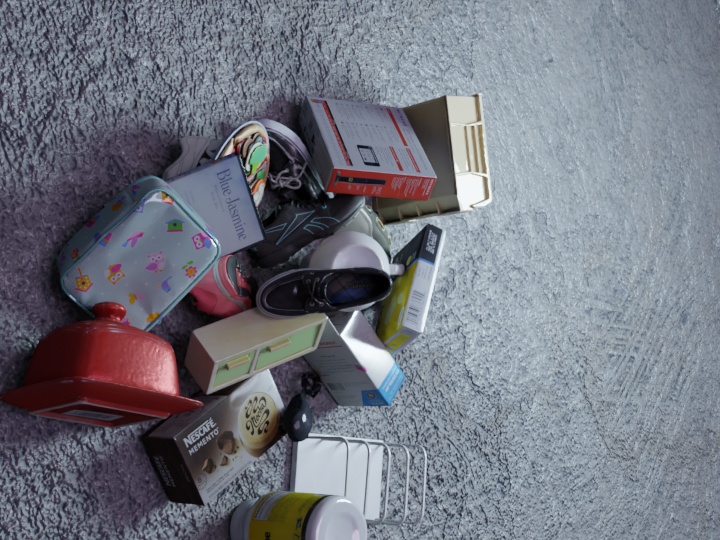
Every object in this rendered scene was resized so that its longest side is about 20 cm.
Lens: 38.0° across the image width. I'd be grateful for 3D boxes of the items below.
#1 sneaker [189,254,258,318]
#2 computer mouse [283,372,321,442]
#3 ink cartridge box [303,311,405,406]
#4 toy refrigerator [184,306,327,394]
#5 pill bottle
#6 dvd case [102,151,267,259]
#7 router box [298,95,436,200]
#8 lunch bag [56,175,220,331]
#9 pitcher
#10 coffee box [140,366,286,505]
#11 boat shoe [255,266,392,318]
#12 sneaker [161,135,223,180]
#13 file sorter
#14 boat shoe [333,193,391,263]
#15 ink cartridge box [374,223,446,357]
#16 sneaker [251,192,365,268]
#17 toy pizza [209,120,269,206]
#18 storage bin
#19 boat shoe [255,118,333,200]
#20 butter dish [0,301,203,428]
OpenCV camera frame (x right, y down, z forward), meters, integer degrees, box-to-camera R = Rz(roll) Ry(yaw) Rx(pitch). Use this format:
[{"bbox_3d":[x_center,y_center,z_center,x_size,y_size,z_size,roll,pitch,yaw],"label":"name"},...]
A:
[{"bbox_3d":[-0.201,0.037,1.537,0.200,0.086,0.074,65,15,-63],"label":"sneaker"},{"bbox_3d":[-0.079,0.205,1.616,0.200,0.034,0.059,-67,138,-69],"label":"computer mouse"},{"bbox_3d":[-0.029,0.126,1.684,0.201,0.115,0.068,56,49,-26],"label":"ink cartridge box"},{"bbox_3d":[-0.148,0.103,1.513,0.199,0.076,0.070,-19,56,-36],"label":"toy refrigerator"},{"bbox_3d":[-0.096,0.380,1.520,0.112,0.199,0.114,8,78,-45],"label":"pill bottle"},{"bbox_3d":[-0.239,-0.065,1.453,0.199,0.018,0.144,-24,122,-12],"label":"dvd case"},{"bbox_3d":[0.008,-0.198,1.691,0.178,0.049,0.201,4,40,-22],"label":"router box"},{"bbox_3d":[-0.295,-0.012,1.398,0.200,0.077,0.160,-44,125,1],"label":"lunch bag"},{"bbox_3d":[0.000,0.000,1.631,0.170,0.200,0.122,-6,90,-11],"label":"pitcher"},{"bbox_3d":[-0.204,0.234,1.512,0.200,0.079,0.114,-36,113,-43],"label":"coffee box"},{"bbox_3d":[-0.049,0.030,1.485,0.198,0.066,0.071,-4,89,-9],"label":"boat shoe"},{"bbox_3d":[-0.257,-0.101,1.515,0.075,0.081,0.201,48,64,-74],"label":"sneaker"},{"bbox_3d":[0.001,0.339,1.682,0.199,0.124,0.140,15,75,-45],"label":"file sorter"},{"bbox_3d":[0.001,-0.073,1.758,0.202,0.072,0.061,58,33,-48],"label":"boat shoe"},{"bbox_3d":[0.066,0.048,1.744,0.047,0.200,0.199,23,59,-15],"label":"ink cartridge box"},{"bbox_3d":[-0.086,-0.081,1.628,0.199,0.075,0.080,-31,105,-8],"label":"sneaker"},{"bbox_3d":[-0.179,-0.122,1.542,0.201,0.032,0.201,-57,161,-33],"label":"toy pizza"},{"bbox_3d":[0.117,-0.190,1.818,0.093,0.199,0.200,-5,89,-45],"label":"storage bin"},{"bbox_3d":[-0.114,-0.150,1.664,0.200,0.073,0.068,58,34,-36],"label":"boat shoe"},{"bbox_3d":[-0.324,0.112,1.325,0.199,0.199,0.149,19,64,-43],"label":"butter dish"}]
